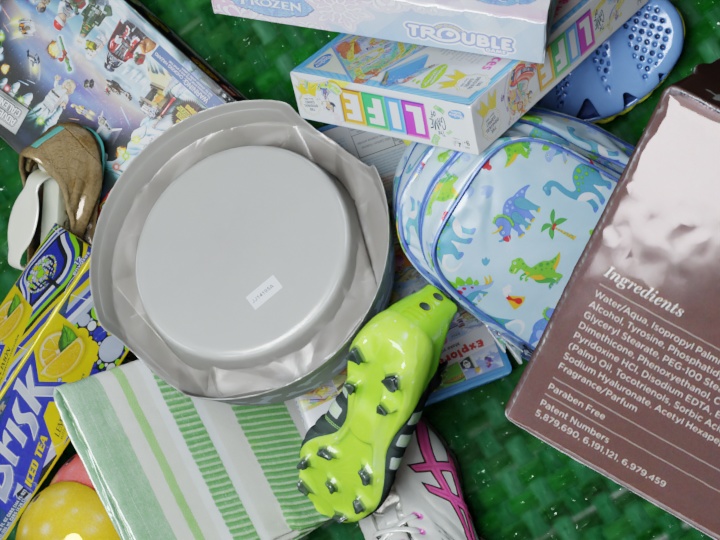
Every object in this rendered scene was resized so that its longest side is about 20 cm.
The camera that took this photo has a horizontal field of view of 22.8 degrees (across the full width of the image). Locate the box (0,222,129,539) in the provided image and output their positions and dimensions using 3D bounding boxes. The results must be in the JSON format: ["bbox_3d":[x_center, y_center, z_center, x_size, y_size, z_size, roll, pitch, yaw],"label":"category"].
[{"bbox_3d":[-0.221,0.075,1.187,0.064,0.070,0.200,28,84,50],"label":"box"}]

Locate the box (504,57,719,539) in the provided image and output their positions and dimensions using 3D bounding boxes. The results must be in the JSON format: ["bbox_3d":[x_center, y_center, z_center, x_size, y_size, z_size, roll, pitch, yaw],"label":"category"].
[{"bbox_3d":[0.207,0.015,0.945,0.164,0.166,0.200,30,112,14],"label":"box"}]

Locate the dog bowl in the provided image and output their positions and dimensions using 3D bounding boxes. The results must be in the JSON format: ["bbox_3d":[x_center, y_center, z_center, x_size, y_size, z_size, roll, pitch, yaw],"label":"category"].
[{"bbox_3d":[-0.069,-0.006,1.125,0.200,0.059,0.200,-6,69,17],"label":"dog bowl"}]

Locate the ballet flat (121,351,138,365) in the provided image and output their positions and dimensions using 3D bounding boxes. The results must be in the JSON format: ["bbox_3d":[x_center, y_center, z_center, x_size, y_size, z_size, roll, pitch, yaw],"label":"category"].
[{"bbox_3d":[-0.101,0.005,1.229,0.067,0.070,0.200,37,100,22],"label":"ballet flat"}]

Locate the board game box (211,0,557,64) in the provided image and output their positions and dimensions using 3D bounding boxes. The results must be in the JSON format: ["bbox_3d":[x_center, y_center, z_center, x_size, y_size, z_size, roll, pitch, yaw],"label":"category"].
[{"bbox_3d":[0.031,-0.226,1.073,0.200,0.043,0.199,10,58,9],"label":"board game box"}]

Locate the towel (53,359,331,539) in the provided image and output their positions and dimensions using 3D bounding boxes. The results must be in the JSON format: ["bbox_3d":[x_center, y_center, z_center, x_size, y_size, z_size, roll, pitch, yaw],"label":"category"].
[{"bbox_3d":[-0.096,0.122,1.171,0.023,0.200,0.153,-32,81,40],"label":"towel"}]

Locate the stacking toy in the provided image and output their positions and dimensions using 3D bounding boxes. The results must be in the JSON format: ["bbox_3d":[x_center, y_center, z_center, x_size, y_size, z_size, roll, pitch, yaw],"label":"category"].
[{"bbox_3d":[-0.177,0.175,1.176,0.146,0.200,0.146,10,109,31],"label":"stacking toy"}]

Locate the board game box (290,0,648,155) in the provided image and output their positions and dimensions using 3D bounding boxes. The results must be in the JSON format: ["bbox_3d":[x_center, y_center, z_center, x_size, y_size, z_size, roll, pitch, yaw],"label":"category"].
[{"bbox_3d":[0.071,-0.146,1.103,0.134,0.200,0.034,15,132,36],"label":"board game box"}]

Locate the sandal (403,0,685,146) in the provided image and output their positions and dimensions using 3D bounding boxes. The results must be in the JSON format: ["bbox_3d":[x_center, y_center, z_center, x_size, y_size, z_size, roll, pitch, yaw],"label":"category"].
[{"bbox_3d":[0.115,-0.125,1.153,0.200,0.087,0.080,-22,83,8],"label":"sandal"}]

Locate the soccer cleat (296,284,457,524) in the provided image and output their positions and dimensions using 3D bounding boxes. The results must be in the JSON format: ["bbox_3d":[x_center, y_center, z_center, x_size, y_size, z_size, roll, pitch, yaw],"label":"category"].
[{"bbox_3d":[0.014,0.089,1.112,0.068,0.081,0.200,39,140,15],"label":"soccer cleat"}]

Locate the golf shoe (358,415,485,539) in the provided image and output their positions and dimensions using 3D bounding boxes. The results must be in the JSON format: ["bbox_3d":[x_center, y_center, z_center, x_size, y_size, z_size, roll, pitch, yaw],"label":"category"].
[{"bbox_3d":[0.037,0.163,1.182,0.073,0.092,0.200,-35,80,15],"label":"golf shoe"}]

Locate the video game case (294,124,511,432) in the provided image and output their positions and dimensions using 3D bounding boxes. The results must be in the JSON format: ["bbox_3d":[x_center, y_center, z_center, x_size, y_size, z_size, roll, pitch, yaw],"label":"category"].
[{"bbox_3d":[0.000,0.000,1.194,0.143,0.018,0.200,-19,82,-9],"label":"video game case"}]

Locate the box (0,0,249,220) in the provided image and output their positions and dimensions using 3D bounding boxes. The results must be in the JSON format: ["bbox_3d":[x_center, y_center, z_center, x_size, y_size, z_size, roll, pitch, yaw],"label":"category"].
[{"bbox_3d":[-0.193,-0.131,1.272,0.200,0.040,0.137,42,103,12],"label":"box"}]

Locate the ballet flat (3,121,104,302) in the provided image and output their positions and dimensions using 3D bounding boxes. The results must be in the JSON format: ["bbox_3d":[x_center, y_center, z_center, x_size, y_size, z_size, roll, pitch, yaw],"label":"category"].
[{"bbox_3d":[-0.213,-0.003,1.234,0.068,0.072,0.200,20,117,32],"label":"ballet flat"}]

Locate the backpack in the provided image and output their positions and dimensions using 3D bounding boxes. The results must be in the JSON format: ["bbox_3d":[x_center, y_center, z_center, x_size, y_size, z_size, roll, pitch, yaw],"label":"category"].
[{"bbox_3d":[0.115,-0.024,1.102,0.200,0.154,0.163,36,107,-2],"label":"backpack"}]
